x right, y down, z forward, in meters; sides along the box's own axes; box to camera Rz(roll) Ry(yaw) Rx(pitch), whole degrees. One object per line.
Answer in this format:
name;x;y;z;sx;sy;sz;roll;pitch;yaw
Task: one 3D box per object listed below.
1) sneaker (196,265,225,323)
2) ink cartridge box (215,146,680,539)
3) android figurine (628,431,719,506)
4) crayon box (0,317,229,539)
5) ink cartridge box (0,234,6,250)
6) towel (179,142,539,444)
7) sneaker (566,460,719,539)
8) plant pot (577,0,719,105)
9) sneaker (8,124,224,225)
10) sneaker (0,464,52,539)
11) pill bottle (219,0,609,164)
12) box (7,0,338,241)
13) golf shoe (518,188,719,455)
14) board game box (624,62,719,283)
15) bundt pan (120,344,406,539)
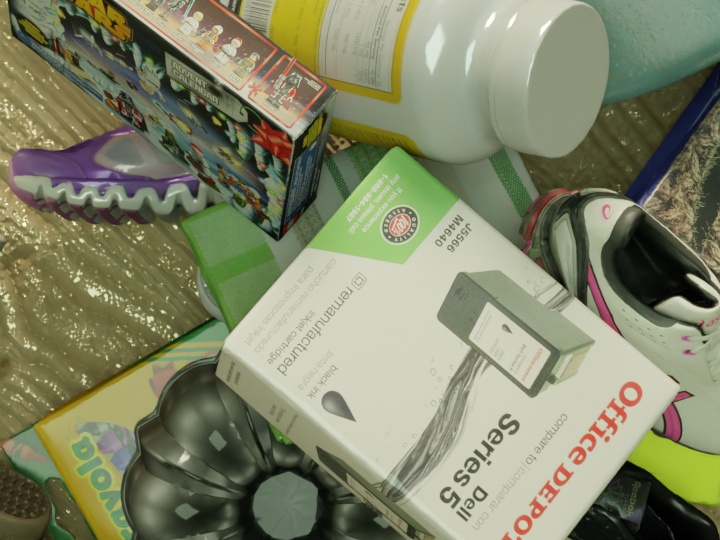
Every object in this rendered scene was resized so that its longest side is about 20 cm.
sneaker;0.000;0.000;1.186;0.199;0.071;0.073;-11;72;-13
ink cartridge box;0.045;0.058;1.060;0.200;0.084;0.146;40;75;4
android figurine;0.165;0.074;1.224;0.199;0.041;0.183;10;93;-3
crayon box;-0.107;0.112;1.217;0.199;0.051;0.127;-31;93;1
ink cartridge box;-0.323;-0.037;1.178;0.200;0.068;0.115;40;89;-2
towel;0.015;-0.001;1.139;0.199;0.031;0.150;-22;73;-14
sneaker;0.118;0.117;1.130;0.199;0.087;0.076;27;69;-24
plant pot;0.157;-0.199;1.141;0.200;0.196;0.196;-40;93;15
sneaker;-0.110;-0.074;1.199;0.199;0.080;0.089;-2;86;-5
sneaker;-0.288;0.134;1.202;0.199;0.071;0.076;25;116;-3
pill bottle;0.028;-0.119;1.073;0.199;0.112;0.113;17;93;34
box;-0.106;-0.112;1.078;0.200;0.137;0.040;37;69;9
golf shoe;0.171;0.036;1.104;0.200;0.092;0.073;46;72;-24
board game box;0.264;-0.020;1.169;0.200;0.097;0.160;38;73;-2
bundt pan;-0.042;0.137;1.157;0.201;0.076;0.203;0;93;-2
